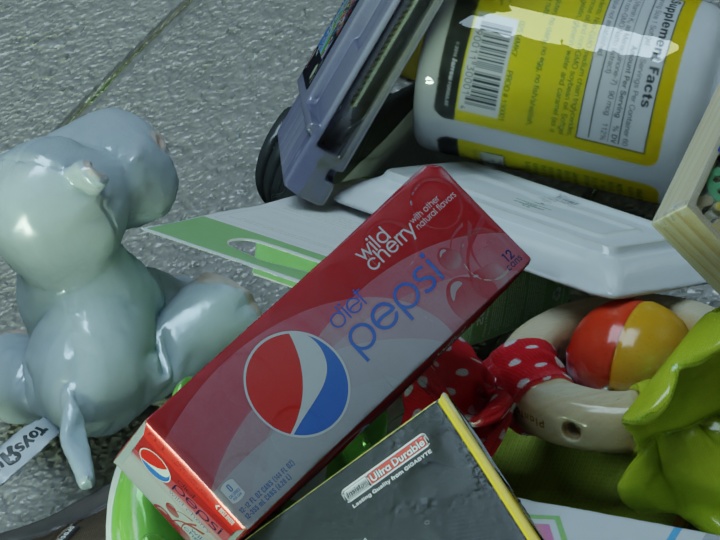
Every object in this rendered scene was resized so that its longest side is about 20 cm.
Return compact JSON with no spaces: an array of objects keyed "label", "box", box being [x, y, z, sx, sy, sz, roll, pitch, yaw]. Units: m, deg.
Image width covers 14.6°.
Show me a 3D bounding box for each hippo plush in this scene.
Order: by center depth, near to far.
[{"label":"hippo plush","box":[-0.164,0.001,1.514,0.159,0.162,0.200,-3,23,39]}]

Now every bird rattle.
[{"label":"bird rattle","box":[0.119,0.061,1.381,0.199,0.113,0.163,0,23,32]}]

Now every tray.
[{"label":"tray","box":[0.091,-0.026,1.474,0.199,0.022,0.107,21,19,41]}]

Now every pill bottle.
[{"label":"pill bottle","box":[0.137,-0.101,1.533,0.199,0.115,0.115,14,44,10]}]

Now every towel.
[{"label":"towel","box":[0.140,0.101,1.390,0.199,0.018,0.086,0,40,26]}]

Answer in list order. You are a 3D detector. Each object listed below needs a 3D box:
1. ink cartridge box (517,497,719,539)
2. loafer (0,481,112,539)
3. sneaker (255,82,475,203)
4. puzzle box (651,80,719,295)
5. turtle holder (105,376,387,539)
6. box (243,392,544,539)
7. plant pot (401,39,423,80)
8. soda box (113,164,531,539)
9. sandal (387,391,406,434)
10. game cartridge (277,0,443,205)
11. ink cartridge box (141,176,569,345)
[{"label":"ink cartridge box","box":[0.072,0.163,1.305,0.199,0.059,0.104,8,46,35]},{"label":"loafer","box":[-0.150,0.164,1.400,0.200,0.073,0.071,-33,37,-16]},{"label":"sneaker","box":[0.018,-0.092,1.651,0.200,0.071,0.099,-42,46,-21]},{"label":"puzzle box","box":[0.232,-0.002,1.338,0.025,0.200,0.133,-30,22,45]},{"label":"turtle holder","box":[-0.051,0.144,1.331,0.140,0.132,0.186,-14,76,-24]},{"label":"box","box":[-0.002,0.172,1.181,0.200,0.049,0.160,-36,52,4]},{"label":"plant pot","box":[0.072,-0.246,1.727,0.200,0.189,0.201,-14,37,11]},{"label":"soda box","box":[-0.016,0.041,1.274,0.200,0.070,0.063,-43,-3,-28]},{"label":"sandal","box":[0.007,0.062,1.478,0.079,0.060,0.207,11,24,24]},{"label":"game cartridge","box":[0.013,-0.141,1.530,0.201,0.038,0.130,-59,15,12]},{"label":"ink cartridge box","box":[0.000,0.000,1.468,0.145,0.048,0.200,18,22,33]}]
